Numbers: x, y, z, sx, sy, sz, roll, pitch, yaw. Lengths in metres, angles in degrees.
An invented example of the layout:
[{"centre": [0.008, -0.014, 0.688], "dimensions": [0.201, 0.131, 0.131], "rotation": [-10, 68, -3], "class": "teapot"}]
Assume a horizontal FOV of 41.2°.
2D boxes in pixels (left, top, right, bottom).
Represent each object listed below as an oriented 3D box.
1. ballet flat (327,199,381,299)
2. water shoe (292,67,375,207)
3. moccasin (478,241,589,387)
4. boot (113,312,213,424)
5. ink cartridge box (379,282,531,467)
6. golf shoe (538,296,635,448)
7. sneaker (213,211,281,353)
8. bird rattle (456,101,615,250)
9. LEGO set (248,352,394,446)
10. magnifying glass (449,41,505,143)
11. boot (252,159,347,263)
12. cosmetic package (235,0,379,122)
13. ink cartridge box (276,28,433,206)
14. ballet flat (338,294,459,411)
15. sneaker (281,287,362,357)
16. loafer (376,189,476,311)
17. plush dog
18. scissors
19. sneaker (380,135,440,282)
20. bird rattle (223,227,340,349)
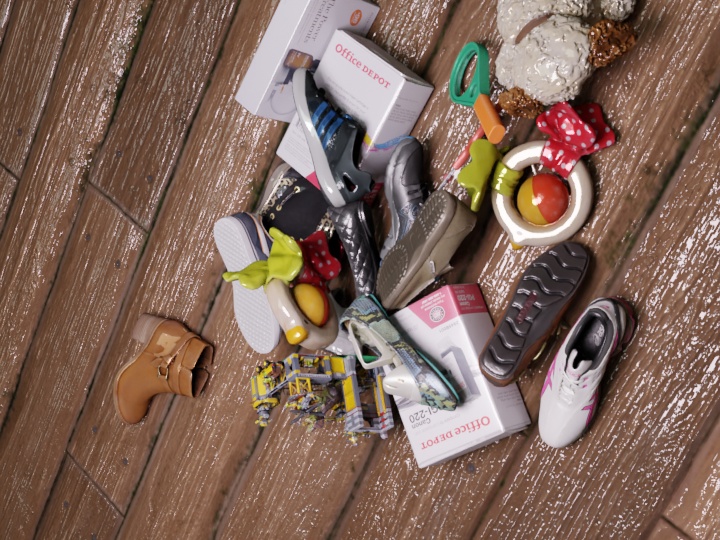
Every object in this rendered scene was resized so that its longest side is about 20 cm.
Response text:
[{"centre": [0.000, 0.000, 1.324], "dimensions": [0.056, 0.066, 0.204], "rotation": [-7, 99, 20], "class": "ballet flat"}, {"centre": [-0.034, -0.185, 1.288], "dimensions": [0.078, 0.072, 0.203], "rotation": [-18, 78, 6], "class": "water shoe"}, {"centre": [0.218, 0.055, 1.181], "dimensions": [0.073, 0.078, 0.204], "rotation": [25, 81, 20], "class": "moccasin"}, {"centre": [-0.322, 0.183, 1.587], "dimensions": [0.153, 0.076, 0.203], "rotation": [20, 94, 30], "class": "boot"}, {"centre": [0.115, 0.138, 1.259], "dimensions": [0.145, 0.084, 0.203], "rotation": [-30, 75, 32], "class": "ink cartridge box"}, {"centre": [0.257, 0.124, 1.154], "dimensions": [0.072, 0.092, 0.203], "rotation": [28, 107, 30], "class": "golf shoe"}, {"centre": [-0.143, 0.013, 1.377], "dimensions": [0.077, 0.079, 0.203], "rotation": [-7, 101, 37], "class": "sneaker"}, {"centre": [0.226, -0.116, 1.195], "dimensions": [0.197, 0.113, 0.166], "rotation": [-20, 95, 16], "class": "bird rattle"}, {"centre": [-0.050, 0.190, 1.298], "dimensions": [0.153, 0.198, 0.118], "rotation": [-32, 58, 40], "class": "LEGO set"}, {"centre": [0.149, -0.222, 1.210], "dimensions": [0.201, 0.022, 0.080], "rotation": [-99, 30, -52], "class": "magnifying glass"}, {"centre": [-0.093, -0.046, 1.419], "dimensions": [0.150, 0.073, 0.202], "rotation": [33, 104, 30], "class": "boot"}, {"centre": [-0.073, -0.308, 1.356], "dimensions": [0.052, 0.150, 0.202], "rotation": [39, 111, 27], "class": "cosmetic package"}, {"centre": [-0.009, -0.210, 1.349], "dimensions": [0.147, 0.085, 0.202], "rotation": [41, 111, 28], "class": "ink cartridge box"}, {"centre": [0.041, 0.117, 1.216], "dimensions": [0.200, 0.074, 0.075], "rotation": [47, 115, 32], "class": "ballet flat"}, {"centre": [-0.064, 0.064, 1.405], "dimensions": [0.198, 0.075, 0.093], "rotation": [18, 84, 33], "class": "sneaker"}, {"centre": [0.083, -0.015, 1.227], "dimensions": [0.201, 0.066, 0.077], "rotation": [-54, 30, 40], "class": "loafer"}, {"centre": [0.221, -0.271, 1.117], "dimensions": [0.199, 0.159, 0.174], "rotation": [-35, 46, 29], "class": "plush dog"}, {"centre": [0.119, -0.131, 1.233], "dimensions": [0.014, 0.073, 0.201], "rotation": [37, 86, 1], "class": "scissors"}, {"centre": [0.078, -0.079, 1.301], "dimensions": [0.081, 0.073, 0.204], "rotation": [9, 105, 31], "class": "sneaker"}, {"centre": [-0.085, 0.032, 1.271], "dimensions": [0.111, 0.200, 0.165], "rotation": [-28, 73, 14], "class": "bird rattle"}]
